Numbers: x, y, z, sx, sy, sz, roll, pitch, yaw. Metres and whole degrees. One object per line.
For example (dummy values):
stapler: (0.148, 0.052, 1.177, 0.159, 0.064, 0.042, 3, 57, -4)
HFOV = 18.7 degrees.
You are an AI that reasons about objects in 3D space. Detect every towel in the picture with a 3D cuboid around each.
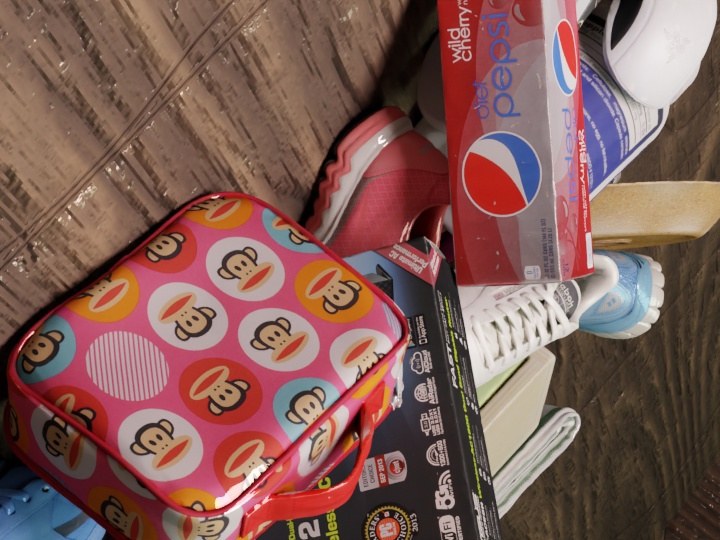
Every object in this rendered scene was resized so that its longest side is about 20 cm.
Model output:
towel: (0.064, 0.154, 1.683, 0.149, 0.031, 0.200, -42, -158, -28)

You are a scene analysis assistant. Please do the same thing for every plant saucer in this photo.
plant saucer: (0.173, -0.036, 1.575, 0.200, 0.200, 0.035, 7, 79, -70)

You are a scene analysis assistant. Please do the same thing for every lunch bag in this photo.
lunch bag: (-0.069, 0.063, 1.153, 0.200, 0.176, 0.082, -39, 157, -37)

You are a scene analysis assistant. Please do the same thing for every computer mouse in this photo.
computer mouse: (0.212, -0.191, 1.435, 0.044, 0.110, 0.200, -21, -140, 45)

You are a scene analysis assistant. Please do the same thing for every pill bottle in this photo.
pill bottle: (0.134, -0.106, 1.451, 0.200, 0.116, 0.116, -42, 158, -33)

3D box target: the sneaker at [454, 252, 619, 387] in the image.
sneaker: (0.088, 0.031, 1.405, 0.200, 0.080, 0.076, -37, 117, -47)

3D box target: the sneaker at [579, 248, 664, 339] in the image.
sneaker: (0.119, 0.012, 1.593, 0.090, 0.200, 0.078, 23, 63, -44)

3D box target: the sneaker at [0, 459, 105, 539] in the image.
sneaker: (-0.201, 0.136, 1.155, 0.200, 0.066, 0.078, -21, 131, -60)

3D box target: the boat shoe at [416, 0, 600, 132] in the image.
boat shoe: (0.108, -0.156, 1.378, 0.200, 0.069, 0.057, -51, 162, -17)

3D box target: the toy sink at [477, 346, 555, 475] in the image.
toy sink: (0.024, 0.111, 1.548, 0.200, 0.130, 0.112, -43, 159, -27)

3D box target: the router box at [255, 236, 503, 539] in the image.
router box: (-0.009, 0.094, 1.247, 0.150, 0.200, 0.062, -16, 156, 15)

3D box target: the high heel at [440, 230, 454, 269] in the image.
high heel: (0.054, 0.027, 1.449, 0.096, 0.067, 0.200, -19, -152, 20)

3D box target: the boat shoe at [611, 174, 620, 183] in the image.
boat shoe: (0.162, -0.076, 1.653, 0.074, 0.067, 0.200, -53, 162, -3)

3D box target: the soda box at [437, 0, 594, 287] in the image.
soda box: (0.091, -0.092, 1.285, 0.063, 0.070, 0.200, -11, 98, -65)

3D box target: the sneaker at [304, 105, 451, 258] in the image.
sneaker: (0.000, 0.000, 1.356, 0.074, 0.087, 0.200, -25, 147, -55)
